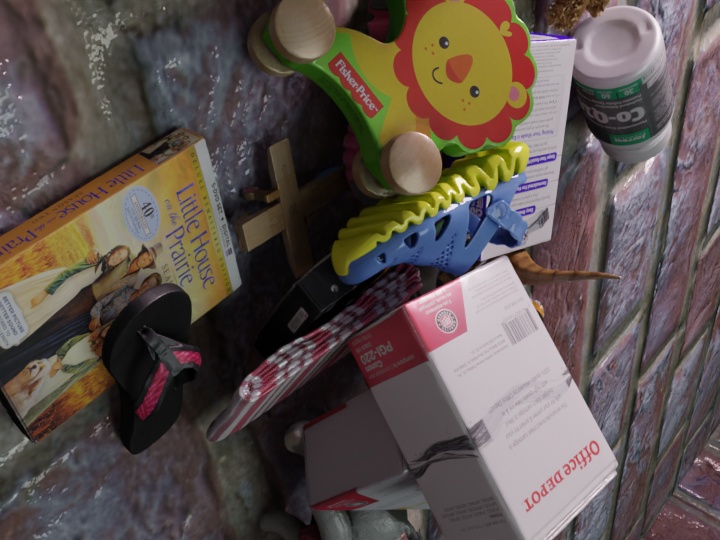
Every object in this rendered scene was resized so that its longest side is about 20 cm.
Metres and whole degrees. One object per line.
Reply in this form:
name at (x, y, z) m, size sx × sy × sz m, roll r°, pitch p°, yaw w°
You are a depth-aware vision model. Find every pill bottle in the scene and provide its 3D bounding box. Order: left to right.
pill bottle at (0.333, -0.225, 1.029) m, size 0.113 × 0.113 × 0.200 m, roll -58°, pitch 145°, yaw -8°

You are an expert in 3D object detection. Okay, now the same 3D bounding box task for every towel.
towel at (-0.044, 0.071, 0.702) m, size 0.200 × 0.030 × 0.146 m, roll -33°, pitch 170°, yaw -31°

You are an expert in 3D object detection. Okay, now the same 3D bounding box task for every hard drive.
hard drive at (0.000, 0.000, 0.743) m, size 0.200 × 0.038 × 0.140 m, roll -36°, pitch 172°, yaw -33°

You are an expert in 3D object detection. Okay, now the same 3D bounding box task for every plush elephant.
plush elephant at (-0.032, 0.271, 0.845) m, size 0.155 × 0.200 × 0.165 m, roll -41°, pitch 164°, yaw 9°

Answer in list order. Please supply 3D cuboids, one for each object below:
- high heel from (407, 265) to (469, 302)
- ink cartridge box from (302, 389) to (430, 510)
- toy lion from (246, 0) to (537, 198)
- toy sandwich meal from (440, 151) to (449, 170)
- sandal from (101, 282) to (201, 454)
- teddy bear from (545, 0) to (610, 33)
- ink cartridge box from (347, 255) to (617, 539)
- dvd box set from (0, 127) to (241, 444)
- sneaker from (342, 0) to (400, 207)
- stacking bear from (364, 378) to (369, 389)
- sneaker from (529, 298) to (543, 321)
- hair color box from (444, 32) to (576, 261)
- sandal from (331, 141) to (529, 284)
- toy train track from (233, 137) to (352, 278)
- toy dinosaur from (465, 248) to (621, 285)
high heel at (0.095, 0.058, 0.873) m, size 0.200 × 0.071 × 0.143 m, roll -26°, pitch 94°, yaw -62°
ink cartridge box at (0.067, 0.167, 0.759) m, size 0.199 × 0.086 × 0.147 m, roll 10°, pitch 149°, yaw -36°
toy lion at (0.043, -0.165, 0.631) m, size 0.200 × 0.069 × 0.192 m, roll 48°, pitch 71°, yaw -18°
toy sandwich meal at (0.110, -0.124, 0.846) m, size 0.204 × 0.070 × 0.206 m, roll -18°, pitch 119°, yaw -36°
sandal at (-0.146, 0.082, 0.605) m, size 0.075 × 0.045 × 0.201 m, roll -38°, pitch 155°, yaw -34°
teddy bear at (0.240, -0.338, 0.886) m, size 0.200 × 0.067 × 0.146 m, roll -34°, pitch 146°, yaw -46°
ink cartridge box at (0.101, 0.109, 0.656) m, size 0.145 × 0.201 × 0.085 m, roll -22°, pitch 170°, yaw -43°
dvd box set at (-0.176, 0.009, 0.575) m, size 0.200 × 0.029 × 0.147 m, roll -40°, pitch 142°, yaw -32°
sneaker at (0.042, -0.151, 0.720) m, size 0.095 × 0.079 × 0.201 m, roll -4°, pitch 107°, yaw -69°
stacking bear at (0.080, 0.104, 0.924) m, size 0.199 × 0.113 × 0.122 m, roll 0°, pitch 112°, yaw -48°
sneaker at (0.141, 0.084, 0.804) m, size 0.200 × 0.078 × 0.078 m, roll 63°, pitch 34°, yaw -58°
hair color box at (0.138, -0.120, 0.779) m, size 0.109 × 0.065 × 0.201 m, roll -15°, pitch 116°, yaw -38°
sandal at (0.068, -0.033, 0.662) m, size 0.199 × 0.079 × 0.088 m, roll -27°, pitch 108°, yaw -21°
toy train track at (-0.043, -0.070, 0.705) m, size 0.200 × 0.032 × 0.115 m, roll -36°, pitch 125°, yaw -44°
toy dinosaur at (0.149, -0.001, 0.806) m, size 0.106 × 0.200 × 0.060 m, roll -44°, pitch 113°, yaw -2°
